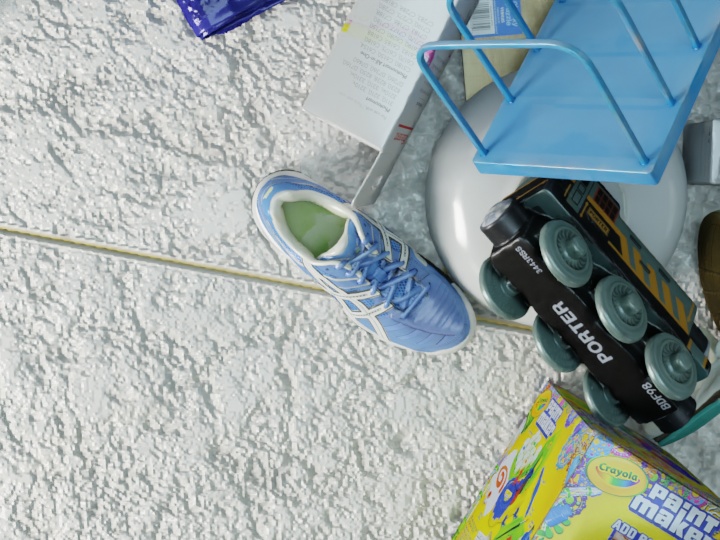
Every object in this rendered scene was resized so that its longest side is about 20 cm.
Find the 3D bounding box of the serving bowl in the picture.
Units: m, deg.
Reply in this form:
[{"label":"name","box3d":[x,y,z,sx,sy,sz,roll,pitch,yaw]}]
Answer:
[{"label":"serving bowl","box3d":[0.148,-0.049,0.926,0.198,0.066,0.202,0,103,-1]}]

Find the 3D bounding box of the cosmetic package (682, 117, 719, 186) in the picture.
[{"label":"cosmetic package","box3d":[0.346,-0.085,0.930,0.198,0.083,0.051,1,92,-1]}]

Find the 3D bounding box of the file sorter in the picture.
[{"label":"file sorter","box3d":[0.144,-0.174,0.807,0.123,0.138,0.201,47,62,-40]}]

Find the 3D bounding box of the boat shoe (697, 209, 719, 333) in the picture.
[{"label":"boat shoe","box3d":[0.314,0.042,0.947,0.063,0.073,0.202,-24,95,-10]}]

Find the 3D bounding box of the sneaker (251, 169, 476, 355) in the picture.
[{"label":"sneaker","box3d":[0.000,0.000,0.937,0.199,0.077,0.076,34,92,-4]}]

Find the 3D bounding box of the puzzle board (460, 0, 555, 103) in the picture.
[{"label":"puzzle board","box3d":[0.151,-0.166,0.957,0.149,0.017,0.202,-5,93,1]}]

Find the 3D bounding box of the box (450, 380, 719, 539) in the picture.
[{"label":"box","box3d":[0.147,0.203,0.890,0.121,0.200,0.194,30,94,-2]}]

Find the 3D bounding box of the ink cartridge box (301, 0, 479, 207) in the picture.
[{"label":"ink cartridge box","box3d":[0.021,-0.150,0.901,0.067,0.115,0.201,28,97,6]}]

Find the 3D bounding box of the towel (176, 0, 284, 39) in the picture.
[{"label":"towel","box3d":[-0.104,-0.290,0.935,0.147,0.050,0.201,-29,93,-5]}]

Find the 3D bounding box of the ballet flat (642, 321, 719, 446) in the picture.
[{"label":"ballet flat","box3d":[0.265,0.064,0.903,0.069,0.200,0.070,15,56,-24]}]

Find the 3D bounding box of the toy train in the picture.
[{"label":"toy train","box3d":[0.163,0.015,0.850,0.200,0.114,0.085,46,135,-11]}]
